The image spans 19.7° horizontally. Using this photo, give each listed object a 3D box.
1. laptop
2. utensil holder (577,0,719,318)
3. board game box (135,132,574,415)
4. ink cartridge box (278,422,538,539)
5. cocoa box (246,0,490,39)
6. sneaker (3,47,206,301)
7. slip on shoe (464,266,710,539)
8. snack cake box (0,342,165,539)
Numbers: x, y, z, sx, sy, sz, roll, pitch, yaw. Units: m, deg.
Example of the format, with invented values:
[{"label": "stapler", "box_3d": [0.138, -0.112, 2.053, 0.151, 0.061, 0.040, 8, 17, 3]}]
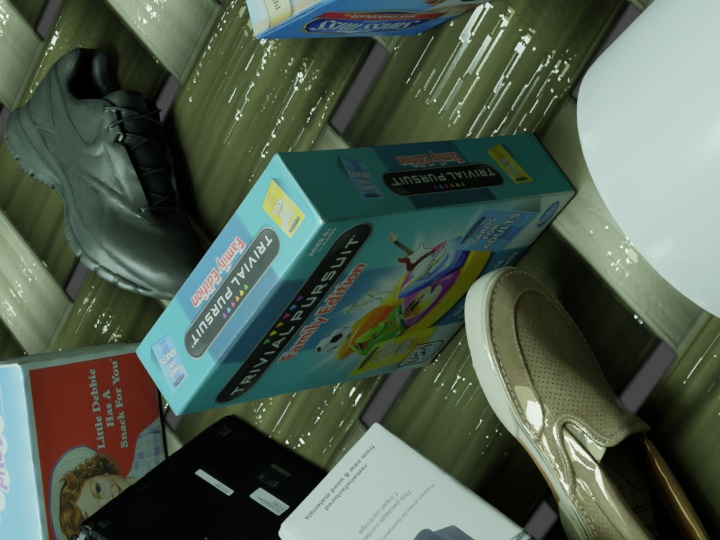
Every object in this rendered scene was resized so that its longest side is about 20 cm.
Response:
[{"label": "laptop", "box_3d": [-0.086, 0.209, 1.238, 0.177, 0.200, 0.104, 27, 140, 37]}, {"label": "utensil holder", "box_3d": [0.216, -0.088, 0.901, 0.200, 0.169, 0.171, -43, 67, 40]}, {"label": "board game box", "box_3d": [0.000, 0.000, 1.089, 0.047, 0.199, 0.151, 54, 128, 23]}, {"label": "ink cartridge box", "box_3d": [0.069, 0.191, 1.081, 0.200, 0.145, 0.084, 35, 74, 34]}, {"label": "cocoa box", "box_3d": [0.006, -0.236, 1.097, 0.131, 0.133, 0.201, -20, 82, 43]}, {"label": "sneaker", "box_3d": [-0.152, -0.062, 1.313, 0.200, 0.076, 0.091, 49, 119, 25]}, {"label": "slip on shoe", "box_3d": [0.121, 0.086, 1.071, 0.060, 0.076, 0.201, -31, 77, 46]}, {"label": "snack cake box", "box_3d": [-0.185, 0.153, 1.339, 0.067, 0.115, 0.202, -5, 92, 43]}]
